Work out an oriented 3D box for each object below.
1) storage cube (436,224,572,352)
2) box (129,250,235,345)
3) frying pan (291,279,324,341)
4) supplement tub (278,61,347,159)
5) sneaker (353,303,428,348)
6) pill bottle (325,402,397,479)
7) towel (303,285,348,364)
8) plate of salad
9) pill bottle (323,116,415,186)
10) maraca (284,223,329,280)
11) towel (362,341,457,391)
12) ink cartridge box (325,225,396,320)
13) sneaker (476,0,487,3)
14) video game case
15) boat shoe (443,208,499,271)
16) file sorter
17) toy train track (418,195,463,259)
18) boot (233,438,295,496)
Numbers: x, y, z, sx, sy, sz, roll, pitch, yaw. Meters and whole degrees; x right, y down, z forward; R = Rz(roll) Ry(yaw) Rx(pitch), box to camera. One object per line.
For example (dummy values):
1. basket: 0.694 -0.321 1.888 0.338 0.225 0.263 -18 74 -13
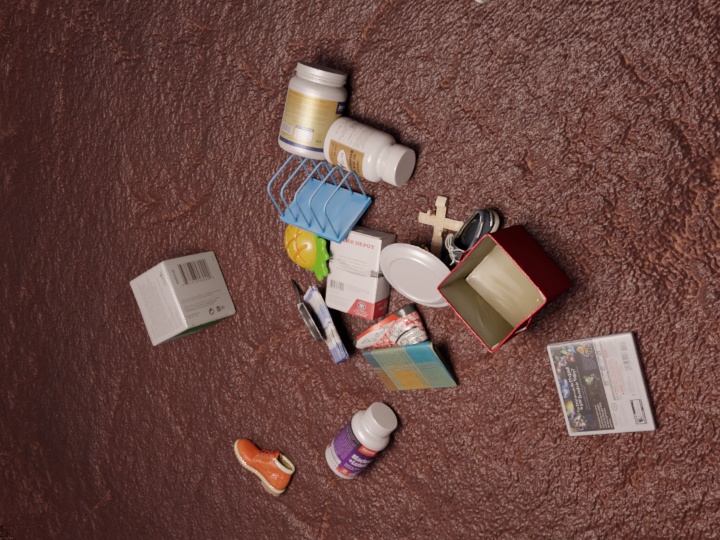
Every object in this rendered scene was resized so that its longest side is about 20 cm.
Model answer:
1. storage cube: 0.299 0.030 1.442 0.201 0.179 0.171 50 122 16
2. box: -0.503 0.077 1.976 0.170 0.198 0.203 -24 86 35
3. frying pan: -0.146 0.103 1.800 0.031 0.115 0.192 -29 82 -6
4. supplement tub: -0.111 -0.380 1.656 0.143 0.144 0.203 26 113 27
5. sneaker: 0.073 0.174 1.689 0.200 0.067 0.109 -35 77 31
6. pill bottle: 0.005 0.426 1.757 0.112 0.111 0.201 47 121 17
7. towel: -0.091 0.141 1.770 0.202 0.024 0.147 65 165 6
8. plate of salad: 0.133 0.007 1.578 0.198 0.048 0.201 24 147 16
9. pill bottle: 0.022 -0.270 1.607 0.198 0.114 0.116 27 113 27
10. maraca: -0.126 -0.060 1.736 0.200 0.105 0.139 47 142 47
11. towel: 0.118 0.230 1.657 0.198 0.022 0.148 -11 126 36
12. ink cartridge box: 0.000 0.000 1.694 0.145 0.082 0.204 16 108 30
13. sneaker: 0.260 -0.647 1.402 0.084 0.075 0.203 29 104 24
14. video game case: 0.498 0.238 1.445 0.180 0.023 0.203 -14 92 34
15. boat shoe: 0.226 -0.053 1.529 0.201 0.061 0.076 -52 45 34
16. file sorter: -0.102 -0.180 1.658 0.198 0.139 0.123 22 155 35
17. toy train track: 0.172 -0.068 1.596 0.113 0.032 0.204 15 109 31
18. boot: -0.273 0.538 1.996 0.199 0.075 0.108 39 115 12
